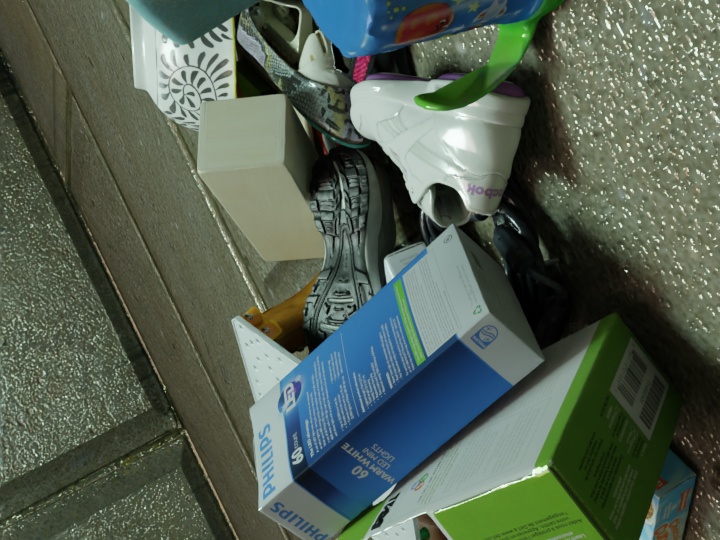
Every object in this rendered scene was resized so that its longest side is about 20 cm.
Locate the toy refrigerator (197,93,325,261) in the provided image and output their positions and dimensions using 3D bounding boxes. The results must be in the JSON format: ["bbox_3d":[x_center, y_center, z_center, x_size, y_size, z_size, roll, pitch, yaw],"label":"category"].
[{"bbox_3d":[-0.075,-0.078,1.011,0.200,0.075,0.071,59,-151,-67],"label":"toy refrigerator"}]

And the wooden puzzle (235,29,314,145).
[{"bbox_3d":[-0.086,-0.128,1.173,0.185,0.037,0.202,48,156,52],"label":"wooden puzzle"}]

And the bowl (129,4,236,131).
[{"bbox_3d":[-0.173,-0.221,1.112,0.201,0.092,0.205,177,90,-80],"label":"bowl"}]

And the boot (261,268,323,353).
[{"bbox_3d":[-0.045,0.038,1.107,0.072,0.143,0.201,60,169,4],"label":"boot"}]

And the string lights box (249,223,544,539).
[{"bbox_3d":[0.016,0.075,0.755,0.059,0.200,0.103,38,-160,-29],"label":"string lights box"}]

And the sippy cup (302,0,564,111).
[{"bbox_3d":[0.032,-0.187,0.647,0.180,0.129,0.140,63,161,5],"label":"sippy cup"}]

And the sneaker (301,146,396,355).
[{"bbox_3d":[0.000,0.000,0.984,0.073,0.079,0.204,4,91,30],"label":"sneaker"}]

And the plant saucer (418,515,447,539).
[{"bbox_3d":[0.018,0.180,1.046,0.200,0.037,0.202,39,152,25],"label":"plant saucer"}]

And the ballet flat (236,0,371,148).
[{"bbox_3d":[-0.046,-0.182,0.977,0.201,0.071,0.073,48,156,38],"label":"ballet flat"}]

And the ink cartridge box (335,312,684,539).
[{"bbox_3d":[0.090,0.130,0.733,0.076,0.148,0.199,48,132,-9],"label":"ink cartridge box"}]

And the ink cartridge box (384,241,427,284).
[{"bbox_3d":[0.073,0.100,0.934,0.197,0.043,0.203,80,168,-74],"label":"ink cartridge box"}]

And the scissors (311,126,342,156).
[{"bbox_3d":[0.002,-0.051,1.092,0.202,0.014,0.073,65,161,-4],"label":"scissors"}]

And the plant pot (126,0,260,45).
[{"bbox_3d":[-0.150,-0.305,0.922,0.196,0.195,0.202,45,163,44],"label":"plant pot"}]

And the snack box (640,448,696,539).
[{"bbox_3d":[0.182,0.175,0.847,0.116,0.037,0.202,48,155,39],"label":"snack box"}]

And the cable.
[{"bbox_3d":[0.089,0.010,0.868,0.164,0.050,0.201,55,160,27],"label":"cable"}]

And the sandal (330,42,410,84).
[{"bbox_3d":[-0.001,-0.187,0.869,0.075,0.045,0.202,46,154,44],"label":"sandal"}]

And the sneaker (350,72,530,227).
[{"bbox_3d":[0.041,-0.084,0.798,0.199,0.074,0.102,-160,76,-66],"label":"sneaker"}]

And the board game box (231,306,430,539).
[{"bbox_3d":[-0.020,0.145,0.993,0.199,0.026,0.202,32,148,33],"label":"board game box"}]
